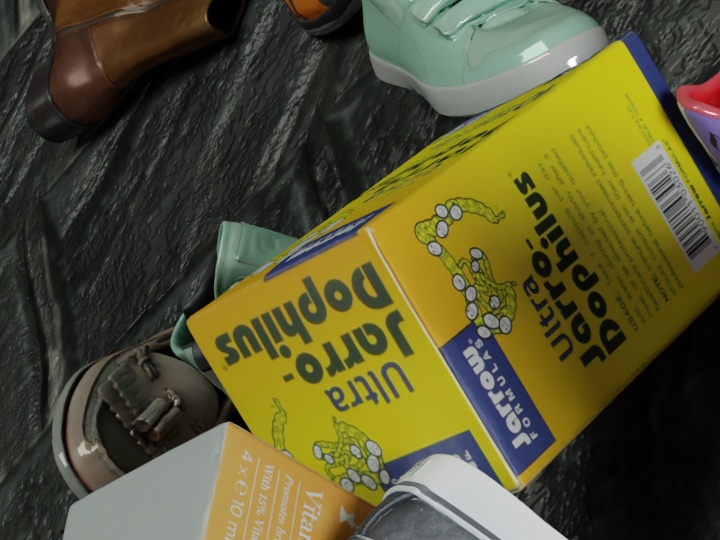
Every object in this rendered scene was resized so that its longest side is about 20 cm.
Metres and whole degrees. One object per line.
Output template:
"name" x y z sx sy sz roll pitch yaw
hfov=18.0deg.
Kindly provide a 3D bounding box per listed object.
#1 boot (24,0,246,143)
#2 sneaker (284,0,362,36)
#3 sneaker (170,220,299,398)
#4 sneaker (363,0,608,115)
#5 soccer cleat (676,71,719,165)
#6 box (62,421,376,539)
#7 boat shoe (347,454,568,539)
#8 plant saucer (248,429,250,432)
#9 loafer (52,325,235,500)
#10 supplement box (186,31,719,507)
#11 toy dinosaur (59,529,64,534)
"boot" -0.149 -0.202 1.547 0.200 0.068 0.189 -29 39 41
"sneaker" -0.059 -0.212 1.364 0.078 0.112 0.200 -53 28 9
"sneaker" 0.000 0.000 1.051 0.200 0.118 0.074 -44 29 22
"sneaker" 0.043 -0.145 1.103 0.074 0.119 0.200 -25 20 -20
"soccer cleat" 0.208 -0.113 0.879 0.200 0.073 0.068 -49 28 15
"box" -0.012 0.164 0.817 0.097 0.200 0.125 -30 39 40
"boat shoe" 0.075 0.141 0.743 0.068 0.200 0.072 -43 -22 -28
"plant saucer" -0.084 0.185 1.087 0.200 0.037 0.200 -56 28 4
"loafer" -0.094 0.060 1.135 0.063 0.072 0.200 -34 5 18
"supplement box" 0.049 0.006 0.882 0.109 0.110 0.200 -26 8 43
"toy dinosaur" -0.170 0.200 1.178 0.200 0.106 0.060 -48 51 8
